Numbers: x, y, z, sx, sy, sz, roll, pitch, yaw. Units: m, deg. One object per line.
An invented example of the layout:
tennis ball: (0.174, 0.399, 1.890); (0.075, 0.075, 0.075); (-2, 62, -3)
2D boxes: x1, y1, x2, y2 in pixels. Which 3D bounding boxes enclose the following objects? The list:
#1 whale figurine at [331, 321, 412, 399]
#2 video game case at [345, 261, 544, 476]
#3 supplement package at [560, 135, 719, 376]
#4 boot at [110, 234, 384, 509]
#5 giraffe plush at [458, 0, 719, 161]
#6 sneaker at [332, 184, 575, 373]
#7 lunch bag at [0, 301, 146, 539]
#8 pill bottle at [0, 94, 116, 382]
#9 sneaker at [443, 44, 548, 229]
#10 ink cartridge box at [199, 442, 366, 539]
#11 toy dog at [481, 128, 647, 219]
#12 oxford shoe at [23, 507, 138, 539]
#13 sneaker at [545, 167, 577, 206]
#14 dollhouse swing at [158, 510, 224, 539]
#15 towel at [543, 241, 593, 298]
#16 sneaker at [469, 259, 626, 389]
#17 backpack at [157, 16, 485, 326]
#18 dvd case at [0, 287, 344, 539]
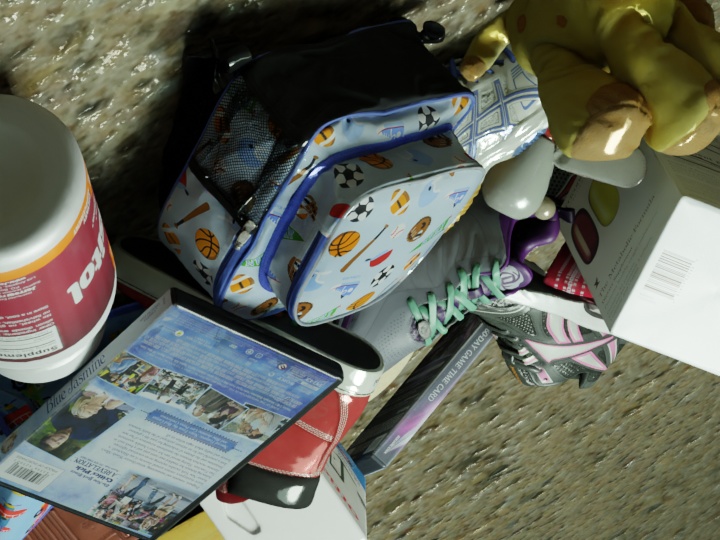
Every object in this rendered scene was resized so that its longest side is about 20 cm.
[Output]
whale figurine: (0.000, 0.000, 1.876); (0.200, 0.104, 0.159); (-63, 160, 8)
video game case: (0.057, 0.082, 2.027); (0.200, 0.019, 0.143); (-49, -176, -17)
supplement package: (0.224, -0.025, 1.834); (0.109, 0.200, 0.114); (21, 109, -16)
boot: (-0.102, 0.075, 1.730); (0.144, 0.200, 0.072); (-61, 178, 23)
giraffe plush: (0.163, -0.184, 1.633); (0.172, 0.200, 0.162); (-25, 135, -37)
sneaker: (0.062, 0.007, 1.791); (0.200, 0.087, 0.074); (-49, 137, -26)
lunch bag: (-0.198, 0.093, 1.816); (0.200, 0.094, 0.151); (-33, 163, -36)
pill bottle: (-0.206, -0.011, 1.546); (0.113, 0.113, 0.200); (-29, 157, -10)
sneaker: (0.068, -0.110, 1.749); (0.088, 0.075, 0.200); (40, 89, -32)
ink cartridge box: (-0.067, 0.139, 1.873); (0.084, 0.146, 0.200); (-35, -173, 3)
toy dog: (0.177, -0.110, 1.792); (0.096, 0.132, 0.200); (39, 112, -21)
oxford shoe: (-0.203, 0.174, 1.934); (0.200, 0.071, 0.074); (-19, -157, 34)
sneaker: (0.161, -0.060, 1.962); (0.200, 0.075, 0.081); (-41, 156, 19)
dollhouse swing: (-0.102, 0.284, 2.103); (0.182, 0.176, 0.200); (-29, 173, -9)
towel: (0.239, 0.024, 1.943); (0.145, 0.200, 0.023); (-45, 152, -74)
sneaker: (0.132, 0.046, 1.946); (0.200, 0.080, 0.086); (18, 105, -40)
backpack: (-0.029, -0.053, 1.644); (0.200, 0.154, 0.191); (-11, 152, -43)
dvd case: (-0.127, 0.096, 1.663); (0.143, 0.018, 0.200); (26, 126, -36)
